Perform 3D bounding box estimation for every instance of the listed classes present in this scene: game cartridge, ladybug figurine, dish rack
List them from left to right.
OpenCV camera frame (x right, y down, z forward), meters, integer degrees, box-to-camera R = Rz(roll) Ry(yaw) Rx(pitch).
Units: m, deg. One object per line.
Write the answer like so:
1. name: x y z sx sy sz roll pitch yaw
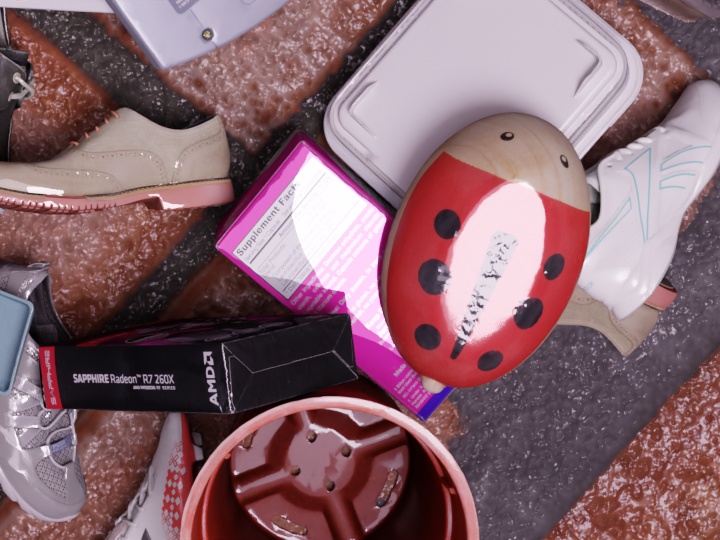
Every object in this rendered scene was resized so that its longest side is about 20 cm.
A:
1. game cartridge: -0.094 -0.240 1.155 0.200 0.041 0.134 -41 120 -11
2. dish rack: 0.083 -0.126 1.179 0.171 0.044 0.200 42 92 13
3. ladybug figurine: 0.086 -0.007 1.117 0.134 0.072 0.202 18 100 -5

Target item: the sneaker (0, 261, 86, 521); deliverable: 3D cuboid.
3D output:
1. sneaker: -0.236 0.088 1.207 0.081 0.075 0.202 -12 101 23

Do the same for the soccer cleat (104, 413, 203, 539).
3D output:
1. soccer cleat: -0.162 0.202 1.249 0.084 0.069 0.202 4 105 -8

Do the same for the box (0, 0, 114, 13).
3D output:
1. box: -0.190 -0.281 1.143 0.154 0.041 0.202 -2 101 -28

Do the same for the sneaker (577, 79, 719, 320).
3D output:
1. sneaker: 0.204 -0.066 1.189 0.080 0.070 0.201 32 66 -3

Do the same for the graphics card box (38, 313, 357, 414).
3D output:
1. graphics card box: -0.114 0.063 1.142 0.125 0.199 0.051 -11 96 -46

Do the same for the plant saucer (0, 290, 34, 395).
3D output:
1. plant saucer: -0.321 0.023 1.192 0.198 0.019 0.071 21 100 19

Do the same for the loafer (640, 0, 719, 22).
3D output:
1. loafer: 0.179 -0.238 1.196 0.199 0.071 0.074 28 61 -16

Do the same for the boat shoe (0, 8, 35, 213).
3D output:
1. boat shoe: -0.266 -0.139 1.177 0.063 0.071 0.202 -9 99 -1

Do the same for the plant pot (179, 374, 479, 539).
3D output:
1. plant pot: -0.026 0.162 1.184 0.198 0.195 0.203 -1 101 -4

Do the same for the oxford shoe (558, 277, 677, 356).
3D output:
1. oxford shoe: 0.135 0.002 1.229 0.199 0.071 0.075 27 104 -6

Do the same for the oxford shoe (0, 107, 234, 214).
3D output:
1. oxford shoe: -0.186 -0.078 1.181 0.198 0.071 0.075 -4 95 -30

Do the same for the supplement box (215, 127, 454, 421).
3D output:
1. supplement box: 0.000 0.000 1.203 0.200 0.101 0.103 41 95 -9
